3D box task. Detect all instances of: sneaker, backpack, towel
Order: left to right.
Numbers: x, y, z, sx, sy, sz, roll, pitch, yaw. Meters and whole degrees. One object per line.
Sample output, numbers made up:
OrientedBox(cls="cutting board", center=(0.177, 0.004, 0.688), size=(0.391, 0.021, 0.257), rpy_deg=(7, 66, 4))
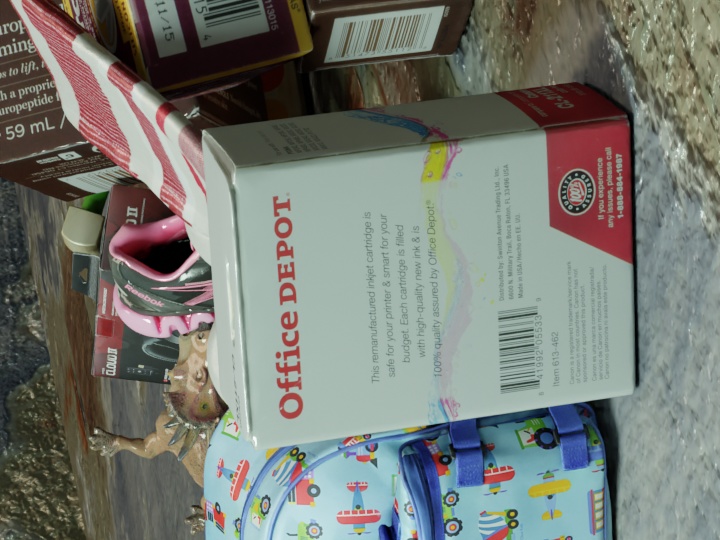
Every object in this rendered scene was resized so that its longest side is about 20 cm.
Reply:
OrientedBox(cls="towel", center=(-0.124, -0.076, 1.522), size=(0.200, 0.023, 0.144), rpy_deg=(41, 166, 29))
OrientedBox(cls="sneaker", center=(-0.074, -0.014, 1.755), size=(0.095, 0.199, 0.079), rpy_deg=(70, -170, -54))
OrientedBox(cls="backpack", center=(0.022, 0.133, 1.426), size=(0.135, 0.199, 0.183), rpy_deg=(-119, 25, -58))

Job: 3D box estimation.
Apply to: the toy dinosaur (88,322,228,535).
OrientedBox(cls="toy dinosaur", center=(-0.094, 0.129, 1.879), size=(0.200, 0.086, 0.135), rpy_deg=(48, 153, -26))

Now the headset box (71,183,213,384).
OrientedBox(cls="headset box", center=(-0.106, 0.018, 1.899), size=(0.149, 0.199, 0.077), rpy_deg=(101, 175, -57))

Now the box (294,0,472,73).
OrientedBox(cls="box", center=(-0.008, -0.221, 1.579), size=(0.075, 0.100, 0.201), rpy_deg=(109, 151, -63))

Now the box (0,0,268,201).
OrientedBox(cls="box", center=(-0.174, -0.168, 1.835), size=(0.164, 0.165, 0.201), rpy_deg=(22, -123, -72))

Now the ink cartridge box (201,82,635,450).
OrientedBox(cls="ink cartridge box", center=(0.028, -0.005, 1.317), size=(0.083, 0.199, 0.146), rpy_deg=(-130, 35, -67))

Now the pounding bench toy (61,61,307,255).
OrientedBox(cls="pounding bench toy", center=(-0.132, -0.101, 1.969), size=(0.124, 0.199, 0.157), rpy_deg=(137, 124, -75))

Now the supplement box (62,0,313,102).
OrientedBox(cls="supplement box", center=(-0.111, -0.169, 1.581), size=(0.200, 0.103, 0.131), rpy_deg=(170, 84, -76))

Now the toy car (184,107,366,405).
OrientedBox(cls="toy car", center=(0.000, 0.000, 1.615), size=(0.150, 0.175, 0.201), rpy_deg=(-18, 77, 40))
